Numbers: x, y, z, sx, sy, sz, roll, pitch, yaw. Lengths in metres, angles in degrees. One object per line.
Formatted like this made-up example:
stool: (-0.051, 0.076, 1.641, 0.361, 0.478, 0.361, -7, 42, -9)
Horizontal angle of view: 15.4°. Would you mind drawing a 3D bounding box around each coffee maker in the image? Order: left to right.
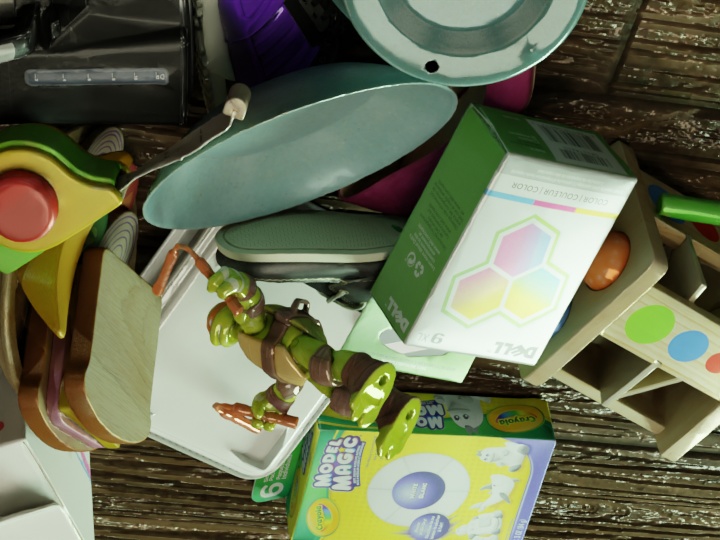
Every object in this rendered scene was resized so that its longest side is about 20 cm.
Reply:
coffee maker: (-0.199, -0.143, 1.557, 0.200, 0.135, 0.192, -1, 157, -7)

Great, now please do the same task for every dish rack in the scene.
dish rack: (-0.075, 0.046, 1.759, 0.171, 0.044, 0.200, 27, 108, -28)

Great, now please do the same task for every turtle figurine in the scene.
turtle figurine: (-0.039, 0.059, 1.666, 0.064, 0.161, 0.200, -47, 146, -25)

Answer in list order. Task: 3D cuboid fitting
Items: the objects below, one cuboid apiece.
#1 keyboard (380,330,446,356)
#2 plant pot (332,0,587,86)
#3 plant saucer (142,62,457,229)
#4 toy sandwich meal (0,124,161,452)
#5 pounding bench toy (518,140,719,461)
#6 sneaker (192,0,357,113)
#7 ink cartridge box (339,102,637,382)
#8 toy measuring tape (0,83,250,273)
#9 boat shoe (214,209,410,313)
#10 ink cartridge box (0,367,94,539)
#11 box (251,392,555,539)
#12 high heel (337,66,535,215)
keyboard: (0.004, 0.045, 1.825, 0.200, 0.011, 0.056, -11, 128, 0)
plant pot: (0.053, -0.199, 1.458, 0.200, 0.188, 0.200, 0, 119, 1)
plant saucer: (-0.042, -0.082, 1.588, 0.201, 0.039, 0.201, -21, 167, -5)
toy sandwich meal: (-0.162, 0.010, 1.636, 0.070, 0.205, 0.205, 9, 136, 18)
pounding bench toy: (0.205, -0.006, 1.732, 0.156, 0.124, 0.200, 29, 121, -30)
sneaker: (-0.051, -0.165, 1.588, 0.099, 0.070, 0.200, -8, 140, -6)
ink cartridge box: (0.077, 0.001, 1.658, 0.104, 0.059, 0.200, 10, 120, -34)
toy measuring tape: (-0.159, -0.067, 1.509, 0.200, 0.074, 0.074, -31, 129, 19)
boat shoe: (0.000, 0.000, 1.700, 0.200, 0.072, 0.068, 1, 115, -27)
ink cartridge box: (-0.253, 0.114, 1.712, 0.128, 0.200, 0.125, -18, 132, 7)
box: (0.028, 0.140, 1.889, 0.200, 0.048, 0.117, 4, 131, -11)
high heel: (0.048, -0.106, 1.650, 0.096, 0.067, 0.200, -6, 137, -18)
